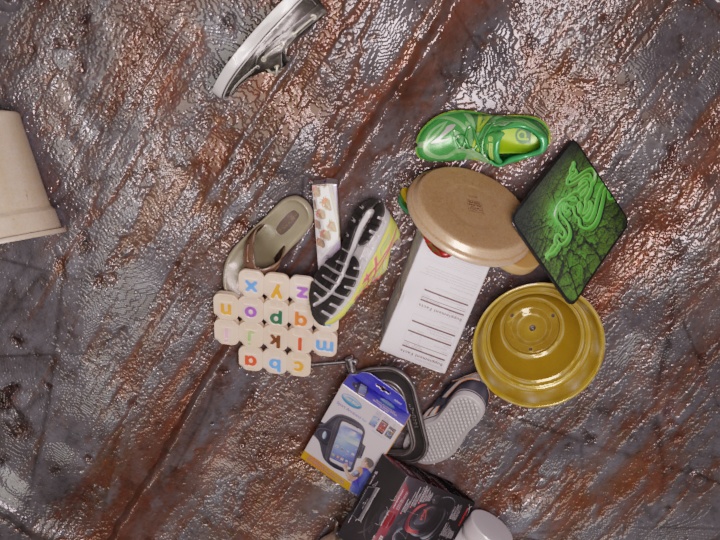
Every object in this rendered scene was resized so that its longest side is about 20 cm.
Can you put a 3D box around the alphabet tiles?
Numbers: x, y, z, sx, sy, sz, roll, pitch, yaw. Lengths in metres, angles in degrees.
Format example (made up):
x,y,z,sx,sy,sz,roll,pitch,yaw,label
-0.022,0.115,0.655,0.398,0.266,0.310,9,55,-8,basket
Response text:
x,y,z,sx,sy,sz,roll,pitch,yaw,label
-0.132,0.082,1.390,0.196,0.015,0.198,6,125,3,alphabet tiles

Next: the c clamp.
x,y,z,sx,sy,sz,roll,pitch,yaw,label
0.025,0.224,1.435,0.168,0.027,0.203,-12,106,28,c clamp

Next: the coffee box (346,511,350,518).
x,y,z,sx,sy,sz,roll,pitch,yaw,label
0.028,0.487,1.499,0.121,0.044,0.204,-10,112,-32,coffee box

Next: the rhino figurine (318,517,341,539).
x,y,z,sx,sy,sz,roll,pitch,yaw,label
-0.050,0.502,1.530,0.087,0.060,0.202,27,106,-9,rhino figurine

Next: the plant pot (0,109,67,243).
x,y,z,sx,sy,sz,roll,pitch,yaw,label
-0.545,-0.130,1.295,0.197,0.200,0.187,-9,96,6,plant pot

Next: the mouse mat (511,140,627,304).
x,y,z,sx,sy,sz,roll,pitch,yaw,label
0.304,-0.072,1.275,0.162,0.200,0.007,51,147,-14,mouse mat

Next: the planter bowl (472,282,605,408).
x,y,z,sx,sy,sz,roll,pitch,yaw,label
0.269,0.101,1.368,0.196,0.084,0.204,1,109,3,planter bowl

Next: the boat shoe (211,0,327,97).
x,y,z,sx,sy,sz,roll,pitch,yaw,label
-0.130,-0.311,1.261,0.064,0.071,0.200,43,104,-10,boat shoe

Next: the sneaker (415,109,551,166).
x,y,z,sx,sy,sz,roll,pitch,yaw,label
0.176,-0.190,1.277,0.196,0.084,0.075,-4,109,5,sneaker

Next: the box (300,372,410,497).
x,y,z,sx,sy,sz,roll,pitch,yaw,label
-0.006,0.258,1.423,0.118,0.042,0.202,32,123,7,box

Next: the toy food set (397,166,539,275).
x,y,z,sx,sy,sz,roll,pitch,yaw,label
0.154,-0.074,1.256,0.197,0.200,0.049,-3,139,-25,toy food set

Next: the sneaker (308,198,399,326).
x,y,z,sx,sy,sz,roll,pitch,yaw,label
0.000,0.000,1.330,0.202,0.078,0.090,-57,141,-2,sneaker

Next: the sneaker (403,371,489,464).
x,y,z,sx,sy,sz,roll,pitch,yaw,label
0.145,0.238,1.429,0.078,0.080,0.200,40,131,-2,sneaker

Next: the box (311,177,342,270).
x,y,z,sx,sy,sz,roll,pitch,yaw,label
-0.047,-0.038,1.362,0.038,0.042,0.204,-2,107,4,box

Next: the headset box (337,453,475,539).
x,y,z,sx,sy,sz,roll,pitch,yaw,label
0.068,0.391,1.413,0.199,0.075,0.150,29,90,-39,headset box

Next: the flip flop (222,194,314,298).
x,y,z,sx,sy,sz,roll,pitch,yaw,label
-0.145,-0.029,1.360,0.081,0.058,0.200,40,107,-10,flip flop

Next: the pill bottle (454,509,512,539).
x,y,z,sx,sy,sz,roll,pitch,yaw,label
0.170,0.504,1.491,0.111,0.113,0.202,28,108,-6,pill bottle

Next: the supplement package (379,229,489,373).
x,y,z,sx,sy,sz,roll,pitch,yaw,label
0.112,0.030,1.337,0.108,0.114,0.203,20,110,-3,supplement package
